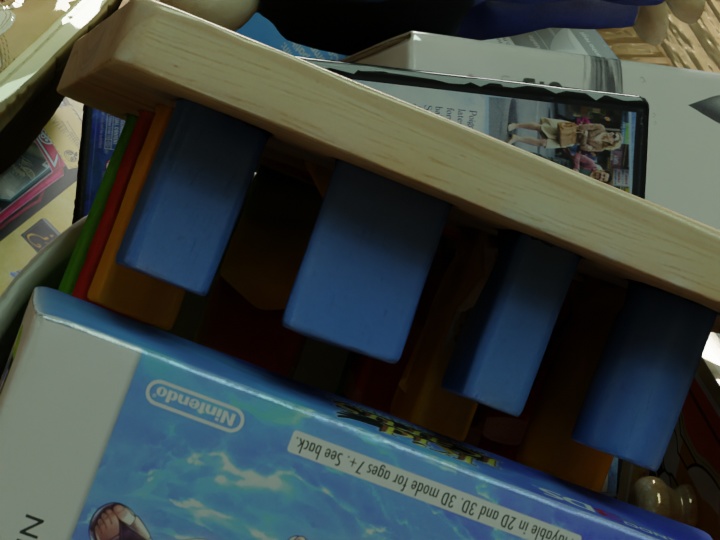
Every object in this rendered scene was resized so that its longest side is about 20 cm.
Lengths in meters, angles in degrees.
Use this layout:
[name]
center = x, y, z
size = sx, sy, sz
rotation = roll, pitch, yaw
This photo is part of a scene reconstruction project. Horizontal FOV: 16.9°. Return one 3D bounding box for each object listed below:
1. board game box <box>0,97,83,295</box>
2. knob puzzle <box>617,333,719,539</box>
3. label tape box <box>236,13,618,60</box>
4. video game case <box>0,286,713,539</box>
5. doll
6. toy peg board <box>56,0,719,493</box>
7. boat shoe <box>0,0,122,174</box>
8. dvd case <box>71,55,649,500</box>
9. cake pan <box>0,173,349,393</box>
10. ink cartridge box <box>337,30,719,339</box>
[board game box]
center = -0.129, -0.002, 0.880
size = 0.135, 0.035, 0.200
rotation = -5, 51, -33
[knob puzzle]
center = 0.102, 0.127, 0.741
size = 0.030, 0.220, 0.220
rotation = -1, 48, -12
[label tape box]
center = 0.010, -0.079, 1.014
size = 0.199, 0.066, 0.144
rotation = -8, 52, -37
[video game case]
center = -0.024, 0.125, 0.635
size = 0.199, 0.182, 0.045
rotation = 21, 6, -9
[doll]
center = 0.022, -0.104, 0.909
size = 0.199, 0.136, 0.049
rotation = -3, 83, -14
[toy peg board]
center = 0.003, 0.011, 0.683
size = 0.199, 0.098, 0.199
rotation = 21, -2, -11
[boat shoe]
center = -0.151, -0.062, 0.845
size = 0.066, 0.074, 0.200
rotation = 37, 41, 1
[dvd case]
center = 0.000, 0.000, 0.828
size = 0.199, 0.018, 0.143
rotation = 6, 81, -10
[cake pan]
center = -0.036, 0.070, 0.773
size = 0.199, 0.037, 0.201
rotation = 4, 77, -16
[ink cartridge box]
center = 0.085, -0.002, 0.920
size = 0.199, 0.083, 0.147
rotation = 5, 81, -26
